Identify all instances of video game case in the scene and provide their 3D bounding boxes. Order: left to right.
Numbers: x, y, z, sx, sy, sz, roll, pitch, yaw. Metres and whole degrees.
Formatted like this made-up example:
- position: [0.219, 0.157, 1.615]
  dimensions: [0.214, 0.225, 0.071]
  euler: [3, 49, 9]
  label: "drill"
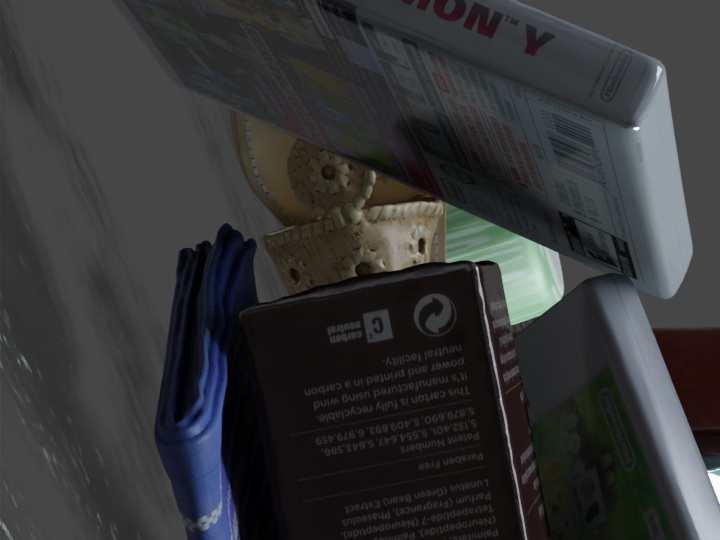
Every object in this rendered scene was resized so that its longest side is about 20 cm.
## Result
- position: [0.007, -0.057, 0.826]
  dimensions: [0.023, 0.182, 0.200]
  euler: [-64, 167, -8]
  label: "video game case"
- position: [0.062, 0.130, 0.909]
  dimensions: [0.182, 0.022, 0.200]
  euler: [-42, -119, 48]
  label: "video game case"

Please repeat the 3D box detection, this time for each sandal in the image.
- position: [0.006, -0.002, 1.077]
  dimensions: [0.212, 0.077, 0.070]
  euler: [77, -4, -52]
  label: "sandal"

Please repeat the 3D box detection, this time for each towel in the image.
- position: [-0.021, 0.100, 0.841]
  dimensions: [0.145, 0.024, 0.200]
  euler: [-88, 164, -67]
  label: "towel"

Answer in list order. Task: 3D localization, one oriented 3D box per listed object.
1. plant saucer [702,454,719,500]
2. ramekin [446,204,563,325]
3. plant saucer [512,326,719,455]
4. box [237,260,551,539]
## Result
- position: [0.096, 0.126, 1.110]
  dimensions: [0.039, 0.201, 0.201]
  euler: [62, -4, 34]
  label: "plant saucer"
- position: [0.027, -0.058, 1.325]
  dimensions: [0.200, 0.097, 0.200]
  euler: [-14, 90, -84]
  label: "ramekin"
- position: [0.084, 0.064, 1.132]
  dimensions: [0.200, 0.200, 0.037]
  euler: [60, 31, -72]
  label: "plant saucer"
- position: [0.022, 0.100, 0.834]
  dimensions: [0.100, 0.075, 0.200]
  euler: [2, 76, -84]
  label: "box"
